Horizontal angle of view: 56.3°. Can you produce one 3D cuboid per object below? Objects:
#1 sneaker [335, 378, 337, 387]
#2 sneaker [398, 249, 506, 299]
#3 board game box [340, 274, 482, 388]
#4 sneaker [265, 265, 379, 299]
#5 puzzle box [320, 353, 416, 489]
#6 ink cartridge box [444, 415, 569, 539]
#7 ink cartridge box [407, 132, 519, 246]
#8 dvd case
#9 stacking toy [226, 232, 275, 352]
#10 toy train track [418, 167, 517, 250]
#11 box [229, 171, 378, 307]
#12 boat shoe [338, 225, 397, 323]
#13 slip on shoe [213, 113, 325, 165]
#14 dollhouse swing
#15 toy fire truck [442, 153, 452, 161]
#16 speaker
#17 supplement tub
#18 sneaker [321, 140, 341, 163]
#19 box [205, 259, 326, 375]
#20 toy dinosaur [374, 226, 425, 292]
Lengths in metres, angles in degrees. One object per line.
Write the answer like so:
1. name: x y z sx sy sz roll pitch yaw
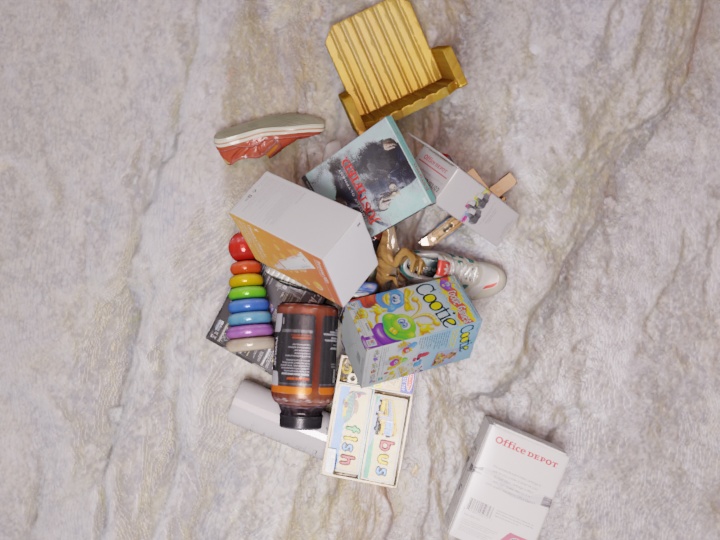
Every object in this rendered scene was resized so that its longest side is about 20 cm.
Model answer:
1. sneaker: 0.028 0.161 1.160 0.199 0.075 0.089 -39 107 2
2. sneaker: 0.156 0.008 1.158 0.197 0.093 0.071 12 89 3
3. board game box: 0.079 0.097 1.093 0.198 0.106 0.104 -12 50 -18
4. sneaker: -0.059 -0.002 1.124 0.198 0.079 0.090 18 83 15
5. puzzle box: 0.015 0.249 1.116 0.131 0.025 0.203 9 86 1
6. ink cartridge box: 0.248 0.372 1.151 0.145 0.083 0.202 22 90 3
7. ink cartridge box: 0.147 -0.129 1.073 0.199 0.115 0.068 30 101 -34
8. dvd case: 0.008 -0.128 1.050 0.199 0.022 0.147 -26 93 41
9. stacking toy: -0.191 0.034 1.138 0.084 0.085 0.203 -5 84 2
10. toy train track: 0.188 -0.103 1.193 0.199 0.033 0.115 -37 95 7
11. box: -0.087 -0.051 1.046 0.199 0.125 0.098 26 65 31
12. boat shoe: 0.000 0.000 1.177 0.062 0.071 0.202 22 93 13
13. slip on shoe: -0.158 -0.234 1.197 0.198 0.074 0.062 -15 123 -4
14. dollhouse swing: 0.046 -0.358 1.141 0.198 0.182 0.177 -24 108 2
15. toy fire truck: 0.058 -0.166 1.140 0.197 0.141 0.049 -7 89 12
16. speaker: -0.128 0.261 1.171 0.198 0.081 0.082 21 90 3
17. supplement tub: -0.093 0.156 1.107 0.105 0.107 0.203 3 83 2
18. sneaker: -0.085 -0.129 1.181 0.114 0.074 0.203 1 90 -1
19. box: -0.158 0.068 1.194 0.159 0.044 0.202 27 90 3
20. toy dinosaur: 0.049 -0.031 1.089 0.105 0.060 0.202 17 121 25
